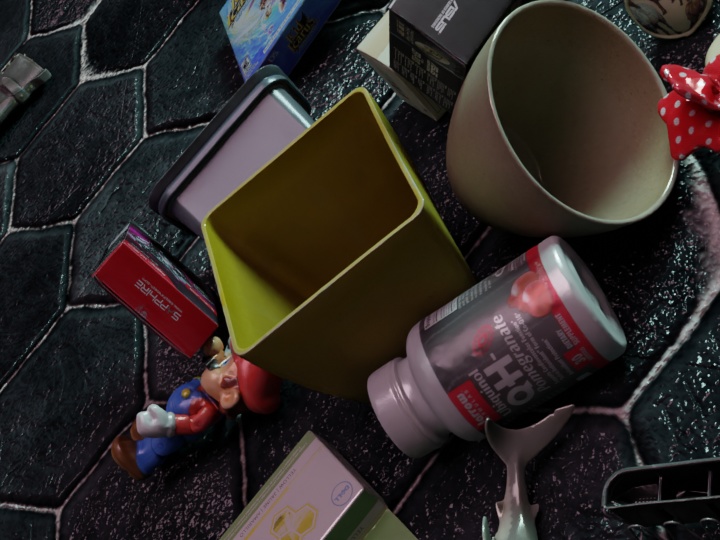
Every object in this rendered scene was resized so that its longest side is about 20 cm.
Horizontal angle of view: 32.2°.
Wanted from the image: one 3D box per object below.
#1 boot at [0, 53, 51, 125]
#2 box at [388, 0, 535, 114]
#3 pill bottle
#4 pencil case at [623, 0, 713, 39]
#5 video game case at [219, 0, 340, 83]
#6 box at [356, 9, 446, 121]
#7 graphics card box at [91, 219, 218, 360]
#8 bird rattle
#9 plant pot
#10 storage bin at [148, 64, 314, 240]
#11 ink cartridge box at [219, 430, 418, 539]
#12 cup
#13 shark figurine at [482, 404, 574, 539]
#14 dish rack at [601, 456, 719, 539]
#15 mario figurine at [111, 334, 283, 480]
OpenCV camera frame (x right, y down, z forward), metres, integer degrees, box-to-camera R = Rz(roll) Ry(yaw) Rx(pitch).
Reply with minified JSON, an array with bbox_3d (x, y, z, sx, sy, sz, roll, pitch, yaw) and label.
[{"bbox_3d":[-0.568,-0.263,1.927,0.199,0.069,0.175,23,71,44],"label":"boot"},{"bbox_3d":[0.105,-0.250,1.137,0.164,0.086,0.200,-54,-4,-4],"label":"box"},{"bbox_3d":[0.107,0.069,1.020,0.199,0.111,0.111,-34,42,17],"label":"pill bottle"},{"bbox_3d":[0.292,-0.319,1.170,0.077,0.089,0.202,-13,51,35],"label":"pencil case"},{"bbox_3d":[-0.090,-0.340,1.521,0.200,0.045,0.182,-51,36,24],"label":"video game case"},{"bbox_3d":[0.102,-0.268,1.298,0.200,0.095,0.078,-49,40,-2],"label":"box"},{"bbox_3d":[-0.206,0.016,1.273,0.051,0.125,0.200,-48,11,0],"label":"graphics card box"},{"bbox_3d":[0.342,-0.167,1.024,0.198,0.113,0.164,-20,27,34],"label":"bird rattle"},{"bbox_3d":[0.000,0.000,1.114,0.199,0.176,0.201,-38,39,12],"label":"plant pot"},{"bbox_3d":[-0.097,-0.085,1.319,0.200,0.145,0.134,-47,68,2],"label":"storage bin"},{"bbox_3d":[-0.031,0.248,1.057,0.146,0.048,0.200,-50,38,-2],"label":"ink cartridge box"},{"bbox_3d":[0.152,-0.109,1.078,0.143,0.199,0.202,-33,37,54],"label":"cup"},{"bbox_3d":[0.134,0.213,0.933,0.088,0.129,0.216,0,37,12],"label":"shark figurine"},{"bbox_3d":[0.236,0.227,0.827,0.152,0.054,0.202,-14,52,35],"label":"dish rack"},{"bbox_3d":[-0.163,0.115,1.232,0.199,0.106,0.124,-36,40,18],"label":"mario figurine"}]
